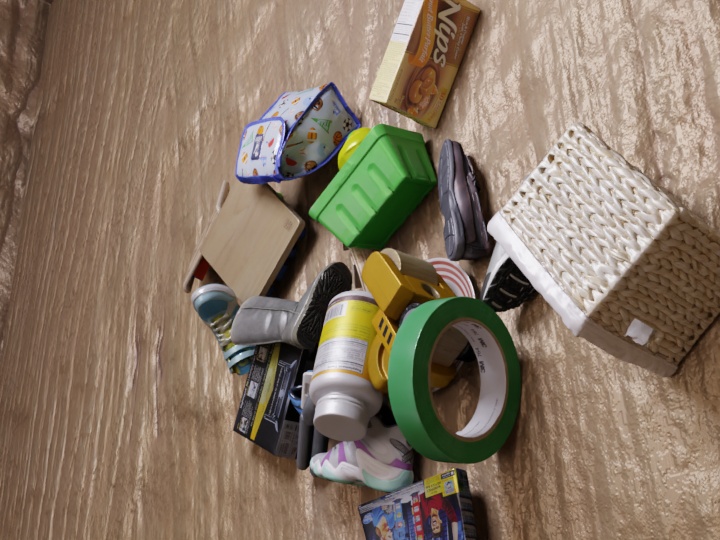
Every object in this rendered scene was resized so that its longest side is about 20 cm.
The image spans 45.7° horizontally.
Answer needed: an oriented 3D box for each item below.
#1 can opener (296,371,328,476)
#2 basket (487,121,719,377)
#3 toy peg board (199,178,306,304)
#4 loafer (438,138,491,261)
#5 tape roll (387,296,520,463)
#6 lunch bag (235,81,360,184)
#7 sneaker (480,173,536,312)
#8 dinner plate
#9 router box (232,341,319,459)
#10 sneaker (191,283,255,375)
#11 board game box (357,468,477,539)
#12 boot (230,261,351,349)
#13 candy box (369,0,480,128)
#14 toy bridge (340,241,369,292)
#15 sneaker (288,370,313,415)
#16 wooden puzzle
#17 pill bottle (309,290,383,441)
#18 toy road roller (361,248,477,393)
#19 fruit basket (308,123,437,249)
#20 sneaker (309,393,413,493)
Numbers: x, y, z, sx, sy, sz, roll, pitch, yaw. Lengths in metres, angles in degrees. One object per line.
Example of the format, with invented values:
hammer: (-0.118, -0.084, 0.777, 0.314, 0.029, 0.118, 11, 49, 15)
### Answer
can opener: (-0.078, 0.244, 1.333, 0.052, 0.066, 0.204, 21, 129, 21)
basket: (0.282, -0.023, 0.934, 0.162, 0.196, 0.201, -53, 40, 17)
toy peg board: (-0.187, -0.058, 1.653, 0.199, 0.097, 0.202, 44, 110, 34)
loafer: (0.152, -0.102, 1.255, 0.072, 0.061, 0.204, 110, 162, -58)
tape roll: (0.121, 0.137, 1.069, 0.048, 0.198, 0.206, -9, 69, 49)
lunch bag: (-0.128, -0.237, 1.550, 0.201, 0.124, 0.169, -51, 29, -21)
sneaker: (0.214, -0.038, 1.136, 0.203, 0.073, 0.079, -64, 28, 2)
dinner plate: (0.104, 0.083, 1.260, 0.198, 0.024, 0.205, -24, 58, 45)
router box: (-0.144, 0.209, 1.504, 0.156, 0.051, 0.205, 12, 86, 54)
sneaker: (-0.240, 0.117, 1.578, 0.078, 0.201, 0.132, -27, 57, 4)
board game box: (0.088, 0.390, 1.127, 0.199, 0.061, 0.204, -32, 53, 41)
boot: (-0.123, 0.061, 1.485, 0.198, 0.073, 0.183, -4, 44, 54)
candy box: (0.103, -0.344, 1.355, 0.055, 0.114, 0.204, 26, 97, 51)
toy bridge: (0.000, 0.000, 1.394, 0.068, 0.027, 0.203, 86, 168, -50)
sneaker: (-0.042, 0.186, 1.350, 0.199, 0.078, 0.067, -30, 23, 42)
wooden puzzle: (-0.313, -0.069, 1.803, 0.186, 0.045, 0.203, -98, 32, -66)
pill bottle: (-0.013, 0.139, 1.241, 0.108, 0.108, 0.203, -29, 37, 42)
toy road roller: (0.064, 0.083, 1.190, 0.147, 0.121, 0.201, -54, 41, 22)
fruit basket: (0.010, -0.163, 1.394, 0.212, 0.154, 0.222, -1, 88, 40)
sneaker: (0.010, 0.251, 1.280, 0.197, 0.077, 0.143, -2, 73, 42)
